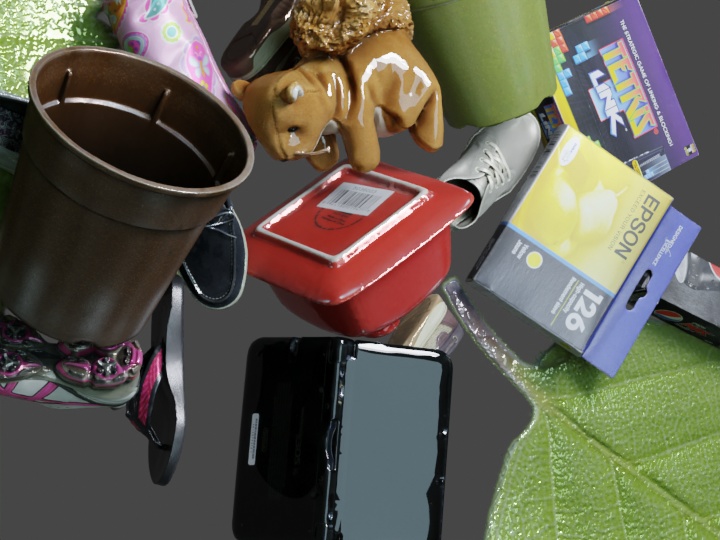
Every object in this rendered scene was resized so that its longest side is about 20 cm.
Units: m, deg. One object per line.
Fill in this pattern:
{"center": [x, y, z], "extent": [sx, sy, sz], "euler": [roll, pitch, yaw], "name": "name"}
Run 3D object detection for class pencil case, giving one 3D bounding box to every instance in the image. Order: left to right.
{"center": [-0.170, -0.187, 1.572], "extent": [0.087, 0.087, 0.201], "euler": [-30, 100, -28], "name": "pencil case"}

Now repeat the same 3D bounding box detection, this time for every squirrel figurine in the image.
{"center": [-0.031, -0.191, 1.582], "extent": [0.186, 0.141, 0.201], "euler": [-10, 108, -38], "name": "squirrel figurine"}

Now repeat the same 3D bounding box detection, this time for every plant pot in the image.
{"center": [-0.219, -0.054, 1.427], "extent": [0.199, 0.199, 0.201], "euler": [20, 32, -13], "name": "plant pot"}
{"center": [0.120, -0.254, 1.702], "extent": [0.200, 0.200, 0.191], "euler": [-32, 112, -28], "name": "plant pot"}

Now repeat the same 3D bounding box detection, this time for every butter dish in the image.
{"center": [0.000, 0.000, 1.614], "extent": [0.199, 0.199, 0.148], "euler": [-38, 126, -26], "name": "butter dish"}

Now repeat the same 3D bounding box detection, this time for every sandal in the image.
{"center": [-0.194, 0.100, 1.539], "extent": [0.045, 0.075, 0.201], "euler": [6, 74, -28], "name": "sandal"}

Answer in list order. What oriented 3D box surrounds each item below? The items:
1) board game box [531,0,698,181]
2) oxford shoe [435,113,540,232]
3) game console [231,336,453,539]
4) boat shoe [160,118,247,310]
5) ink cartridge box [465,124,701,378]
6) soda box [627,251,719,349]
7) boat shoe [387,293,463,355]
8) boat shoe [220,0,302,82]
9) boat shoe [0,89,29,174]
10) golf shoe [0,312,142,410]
{"center": [0.271, -0.185, 1.840], "extent": [0.165, 0.057, 0.201], "euler": [-28, 99, -28], "name": "board game box"}
{"center": [0.130, -0.102, 1.751], "extent": [0.200, 0.058, 0.075], "euler": [-41, 102, -28], "name": "oxford shoe"}
{"center": [-0.019, 0.171, 1.599], "extent": [0.116, 0.175, 0.201], "euler": [17, 75, -53], "name": "game console"}
{"center": [-0.150, -0.056, 1.531], "extent": [0.074, 0.062, 0.201], "euler": [-5, 107, 7], "name": "boat shoe"}
{"center": [0.245, -0.019, 1.767], "extent": [0.199, 0.047, 0.198], "euler": [32, 84, -8], "name": "ink cartridge box"}
{"center": [0.384, 0.031, 1.877], "extent": [0.199, 0.063, 0.071], "euler": [25, 73, -26], "name": "soda box"}
{"center": [0.044, 0.116, 1.671], "extent": [0.065, 0.072, 0.201], "euler": [40, 61, -15], "name": "boat shoe"}
{"center": [-0.060, -0.253, 1.658], "extent": [0.075, 0.075, 0.203], "euler": [47, 70, -32], "name": "boat shoe"}
{"center": [-0.293, -0.117, 1.502], "extent": [0.200, 0.071, 0.071], "euler": [17, 77, -27], "name": "boat shoe"}
{"center": [-0.297, 0.091, 1.476], "extent": [0.199, 0.092, 0.073], "euler": [10, 51, -7], "name": "golf shoe"}
